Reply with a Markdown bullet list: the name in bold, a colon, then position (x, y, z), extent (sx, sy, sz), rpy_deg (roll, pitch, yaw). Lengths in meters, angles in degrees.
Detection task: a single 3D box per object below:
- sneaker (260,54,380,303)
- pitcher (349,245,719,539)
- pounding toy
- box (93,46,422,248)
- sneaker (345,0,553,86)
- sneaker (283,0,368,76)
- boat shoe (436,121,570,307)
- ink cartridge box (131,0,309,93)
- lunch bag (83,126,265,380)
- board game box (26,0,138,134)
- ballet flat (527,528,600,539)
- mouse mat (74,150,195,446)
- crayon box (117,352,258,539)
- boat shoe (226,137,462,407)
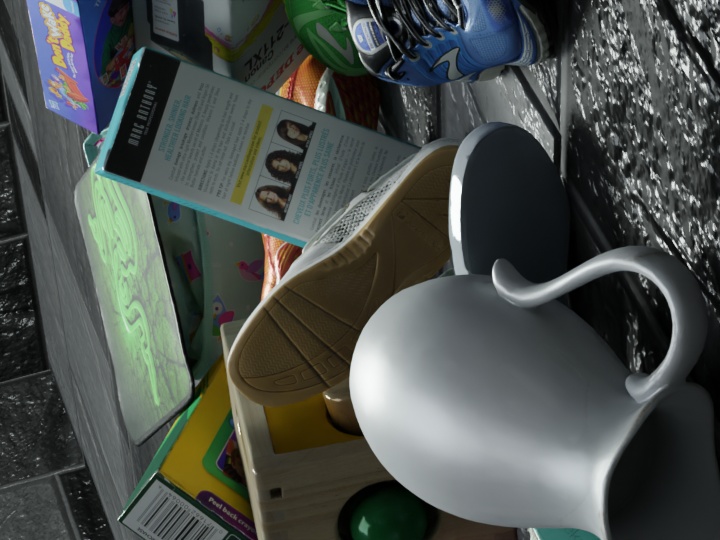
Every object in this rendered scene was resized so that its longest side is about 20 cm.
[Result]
- **sneaker**: position (-0.036, -0.046, 1.768), extent (0.077, 0.073, 0.201), rpy_deg (-1, 73, 46)
- **pitcher**: position (0.091, 0.052, 1.322), extent (0.200, 0.121, 0.173), rpy_deg (24, 116, 44)
- **pounding toy**: position (0.020, 0.096, 1.624), extent (0.200, 0.183, 0.143), rpy_deg (-108, 9, -55)
- **box**: position (-0.059, -0.066, 1.660), extent (0.049, 0.199, 0.083), rpy_deg (174, 115, -77)
- **sneaker**: position (0.043, -0.131, 1.415), extent (0.200, 0.089, 0.079), rpy_deg (139, 115, -76)
- **sneaker**: position (-0.003, -0.177, 1.605), extent (0.200, 0.074, 0.084), rpy_deg (95, 161, -56)
- **boat shoe**: position (0.079, 0.008, 1.456), extent (0.068, 0.073, 0.200), rpy_deg (27, 141, 55)
- **ink cartridge box**: position (-0.074, -0.208, 1.692), extent (0.083, 0.146, 0.200), rpy_deg (27, 146, 19)
- **lunch bag**: position (-0.093, -0.016, 1.921), extent (0.122, 0.170, 0.201), rpy_deg (-24, 76, 38)
- **board game box**: position (-0.136, -0.205, 1.730), extent (0.045, 0.200, 0.135), rpy_deg (27, 149, 19)
- **ballet flat**: position (0.148, 0.191, 1.409), extent (0.064, 0.075, 0.200), rpy_deg (45, -163, -43)
- **mouse mat**: position (-0.159, 0.012, 1.843), extent (0.161, 0.007, 0.201), rpy_deg (139, 120, -64)
- **crayon box**: position (-0.043, 0.162, 1.770), extent (0.058, 0.200, 0.173), rpy_deg (-50, 6, 30)
- **boat shoe**: position (0.000, 0.000, 1.591), extent (0.071, 0.200, 0.069), rpy_deg (45, -172, -17)
